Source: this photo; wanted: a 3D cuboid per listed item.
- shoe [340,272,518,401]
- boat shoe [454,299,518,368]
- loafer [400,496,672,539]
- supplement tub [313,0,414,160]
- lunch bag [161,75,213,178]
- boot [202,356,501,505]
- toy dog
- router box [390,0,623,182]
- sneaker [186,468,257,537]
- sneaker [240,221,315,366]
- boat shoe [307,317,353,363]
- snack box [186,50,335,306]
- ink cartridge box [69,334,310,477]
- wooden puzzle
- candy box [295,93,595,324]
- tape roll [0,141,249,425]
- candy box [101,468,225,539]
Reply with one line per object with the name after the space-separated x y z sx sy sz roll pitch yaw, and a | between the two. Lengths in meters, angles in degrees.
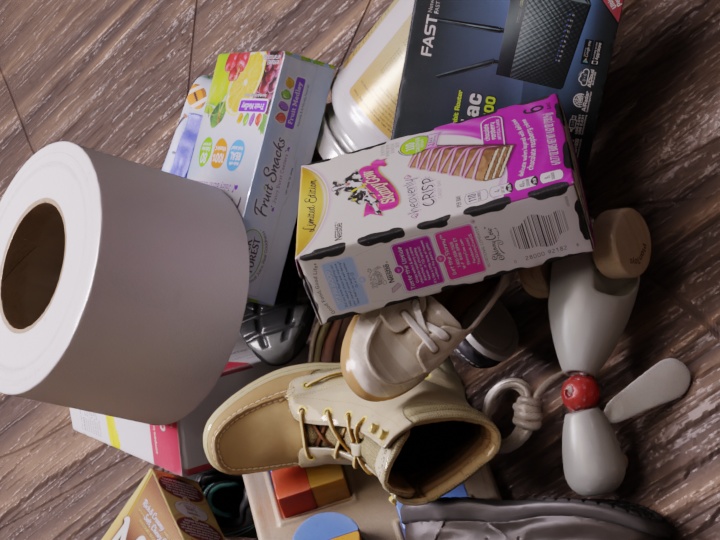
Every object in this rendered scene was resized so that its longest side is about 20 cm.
0.057 0.016 1.322 0.200 0.070 0.053 -46 1 -34 | shoe
0.067 0.026 1.442 0.060 0.074 0.200 -48 30 16 | boat shoe
0.122 0.194 1.292 0.199 0.073 0.072 -3 82 31 | loafer
0.066 -0.152 1.494 0.200 0.144 0.145 -49 41 23 | supplement tub
-0.124 -0.067 1.667 0.075 0.160 0.201 15 84 27 | lunch bag
-0.009 0.122 1.334 0.155 0.199 0.073 -126 25 -69 | boot
0.174 0.053 1.324 0.132 0.096 0.201 20 101 46 | toy dog
0.105 -0.143 1.378 0.062 0.149 0.201 -80 -1 -67 | router box
-0.113 0.189 1.585 0.200 0.079 0.076 -3 74 52 | sneaker
-0.059 0.020 1.587 0.075 0.079 0.200 -16 35 12 | sneaker
-0.006 0.065 1.526 0.072 0.067 0.201 88 -169 -65 | boat shoe
-0.095 -0.079 1.535 0.142 0.053 0.201 11 86 64 | snack box
-0.150 0.103 1.617 0.200 0.145 0.084 12 112 52 | ink cartridge box
0.010 0.172 1.398 0.184 0.046 0.201 -17 51 -2 | wooden puzzle
0.057 -0.046 1.310 0.199 0.061 0.137 -16 30 9 | candy box
-0.200 0.012 1.466 0.202 0.139 0.204 -24 59 46 | tape roll
-0.147 0.266 1.465 0.116 0.055 0.200 -54 38 18 | candy box
